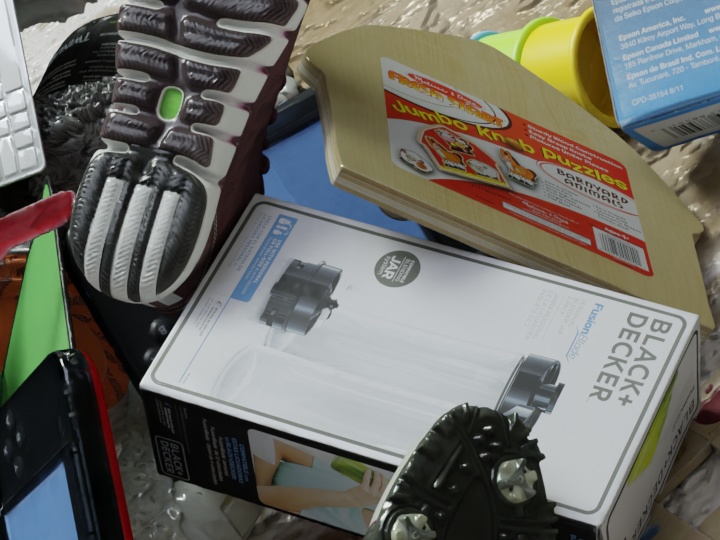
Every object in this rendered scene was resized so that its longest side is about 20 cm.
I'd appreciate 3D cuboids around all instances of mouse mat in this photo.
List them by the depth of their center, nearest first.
[{"bbox_3d":[-0.148,0.078,1.347,0.008,0.200,0.161,4,42,-16],"label":"mouse mat"}]

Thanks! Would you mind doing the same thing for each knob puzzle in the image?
[{"bbox_3d":[0.058,-0.045,1.308,0.030,0.219,0.220,-61,20,25],"label":"knob puzzle"}]

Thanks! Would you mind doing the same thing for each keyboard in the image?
[{"bbox_3d":[-0.188,-0.130,1.393,0.056,0.011,0.200,-21,71,23],"label":"keyboard"}]

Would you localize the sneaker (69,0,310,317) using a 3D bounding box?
[{"bbox_3d":[-0.063,-0.072,1.274,0.076,0.116,0.200,19,80,15],"label":"sneaker"}]

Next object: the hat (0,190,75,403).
[{"bbox_3d":[-0.227,-0.019,1.345,0.200,0.176,0.166,10,34,-4],"label":"hat"}]

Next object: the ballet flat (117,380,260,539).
[{"bbox_3d":[-0.077,0.094,1.350,0.072,0.072,0.200,-27,32,17],"label":"ballet flat"}]

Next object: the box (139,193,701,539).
[{"bbox_3d":[0.026,0.050,1.207,0.200,0.060,0.117,17,52,19],"label":"box"}]

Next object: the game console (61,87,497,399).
[{"bbox_3d":[0.000,0.000,1.312,0.200,0.173,0.119,-30,-1,-25],"label":"game console"}]

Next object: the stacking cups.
[{"bbox_3d":[0.056,-0.087,1.493,0.200,0.061,0.061,-9,39,48],"label":"stacking cups"}]

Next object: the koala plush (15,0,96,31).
[{"bbox_3d":[-0.232,-0.143,1.512,0.200,0.177,0.184,-50,-4,34],"label":"koala plush"}]

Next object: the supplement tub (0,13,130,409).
[{"bbox_3d":[-0.131,-0.028,1.527,0.122,0.123,0.200,-16,36,33],"label":"supplement tub"}]

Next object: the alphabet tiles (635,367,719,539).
[{"bbox_3d":[0.115,0.129,1.159,0.200,0.008,0.167,-42,30,-9],"label":"alphabet tiles"}]

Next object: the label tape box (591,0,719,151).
[{"bbox_3d":[0.171,-0.171,1.346,0.144,0.063,0.200,-16,75,22],"label":"label tape box"}]

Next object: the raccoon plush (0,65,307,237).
[{"bbox_3d":[-0.125,-0.077,1.434,0.200,0.097,0.134,11,35,9],"label":"raccoon plush"}]

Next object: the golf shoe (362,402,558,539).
[{"bbox_3d":[0.012,0.145,1.117,0.088,0.077,0.200,0,73,62],"label":"golf shoe"}]

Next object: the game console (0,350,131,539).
[{"bbox_3d":[-0.164,0.152,1.192,0.118,0.200,0.172,-6,-17,-25],"label":"game console"}]
